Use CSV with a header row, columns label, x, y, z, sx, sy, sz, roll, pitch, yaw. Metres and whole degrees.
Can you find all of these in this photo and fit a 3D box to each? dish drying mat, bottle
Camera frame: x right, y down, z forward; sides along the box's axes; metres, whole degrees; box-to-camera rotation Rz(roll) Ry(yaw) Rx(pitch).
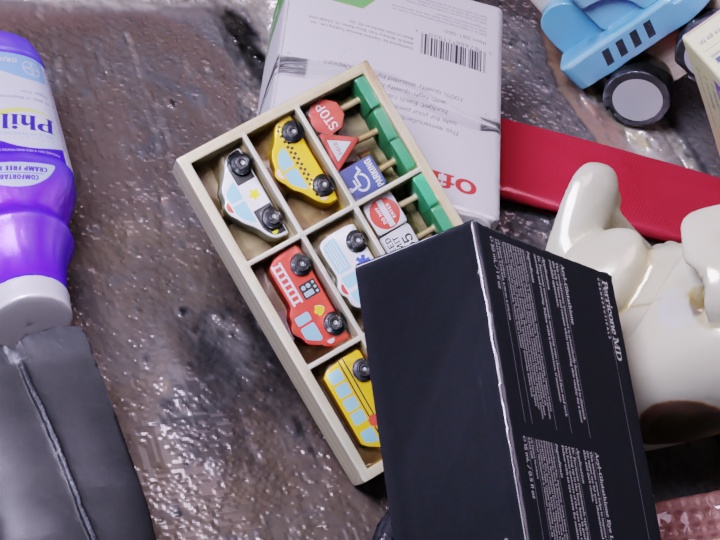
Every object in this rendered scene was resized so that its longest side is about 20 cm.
label,x,y,z,sx,sy,sz,roll,pitch,yaw
dish drying mat,0.183,-0.050,1.156,0.198,0.018,0.077,13,45,-9
bottle,-0.201,-0.047,0.965,0.083,0.066,0.201,-1,50,-24

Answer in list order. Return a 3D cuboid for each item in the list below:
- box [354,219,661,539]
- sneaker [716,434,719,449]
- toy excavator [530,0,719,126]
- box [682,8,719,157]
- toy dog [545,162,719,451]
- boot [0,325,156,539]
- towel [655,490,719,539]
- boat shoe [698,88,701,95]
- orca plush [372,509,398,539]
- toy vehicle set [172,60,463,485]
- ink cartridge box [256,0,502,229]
label,x,y,z,sx,sy,sz,roll,pitch,yaw
box,0.078,0.093,0.846,0.141,0.078,0.202,16,60,-50
sneaker,0.272,0.043,1.071,0.107,0.067,0.203,14,49,-11
toy excavator,0.147,-0.196,1.207,0.200,0.194,0.100,42,40,-21
box,0.303,-0.060,1.056,0.096,0.176,0.201,-34,56,2
toy dog,0.197,0.041,0.938,0.199,0.140,0.195,12,62,43
boot,-0.175,0.121,0.818,0.164,0.066,0.201,-2,52,-34
towel,0.200,0.201,0.897,0.145,0.022,0.201,-9,51,-5
boat shoe,0.328,-0.155,1.270,0.199,0.074,0.063,-29,66,-38
orca plush,0.011,0.150,0.861,0.071,0.105,0.201,-14,45,25
toy vehicle set,0.000,0.000,0.951,0.124,0.027,0.201,-30,86,-17
ink cartridge box,0.008,-0.090,1.074,0.145,0.085,0.201,14,46,-9
